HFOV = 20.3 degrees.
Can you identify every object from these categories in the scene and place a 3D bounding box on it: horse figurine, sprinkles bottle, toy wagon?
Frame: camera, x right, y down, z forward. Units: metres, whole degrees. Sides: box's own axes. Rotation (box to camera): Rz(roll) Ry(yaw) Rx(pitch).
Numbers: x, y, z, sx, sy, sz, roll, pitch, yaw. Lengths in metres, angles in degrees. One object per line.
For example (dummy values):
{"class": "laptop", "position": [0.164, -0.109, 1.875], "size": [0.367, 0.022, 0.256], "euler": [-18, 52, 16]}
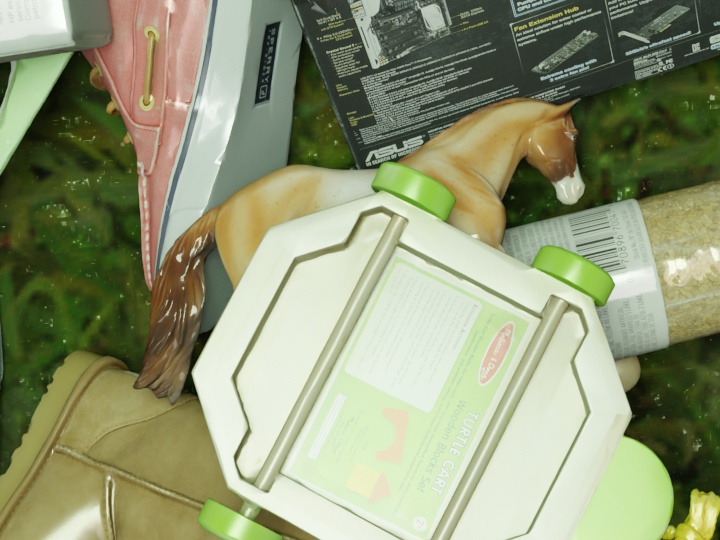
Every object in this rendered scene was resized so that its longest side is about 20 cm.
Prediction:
{"class": "horse figurine", "position": [0.000, 0.000, 0.810], "size": [0.199, 0.050, 0.133], "euler": [-8, 76, 2]}
{"class": "sprinkles bottle", "position": [0.075, 0.013, 0.856], "size": [0.199, 0.068, 0.069], "euler": [-14, 95, 4]}
{"class": "toy wagon", "position": [0.038, 0.060, 0.757], "size": [0.199, 0.040, 0.156], "euler": [27, 83, 4]}

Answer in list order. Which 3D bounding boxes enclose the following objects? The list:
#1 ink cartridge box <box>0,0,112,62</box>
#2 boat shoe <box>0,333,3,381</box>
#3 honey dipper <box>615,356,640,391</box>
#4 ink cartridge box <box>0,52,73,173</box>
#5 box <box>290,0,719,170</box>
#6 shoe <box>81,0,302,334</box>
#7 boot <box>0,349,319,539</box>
{"class": "ink cartridge box", "position": [-0.210, -0.145, 0.783], "size": [0.199, 0.086, 0.147], "euler": [-8, 95, 6]}
{"class": "boat shoe", "position": [-0.194, 0.081, 0.871], "size": [0.066, 0.074, 0.201], "euler": [0, 96, 2]}
{"class": "honey dipper", "position": [0.029, 0.076, 0.884], "size": [0.199, 0.038, 0.038], "euler": [-20, 94, 0]}
{"class": "ink cartridge box", "position": [-0.223, -0.111, 0.861], "size": [0.200, 0.059, 0.104], "euler": [33, 96, -1]}
{"class": "box", "position": [0.068, -0.131, 0.803], "size": [0.199, 0.158, 0.050], "euler": [-19, 52, 4]}
{"class": "shoe", "position": [-0.081, -0.079, 0.859], "size": [0.091, 0.071, 0.201], "euler": [19, 109, 22]}
{"class": "boot", "position": [-0.064, 0.130, 0.821], "size": [0.199, 0.066, 0.176], "euler": [17, 79, 25]}
